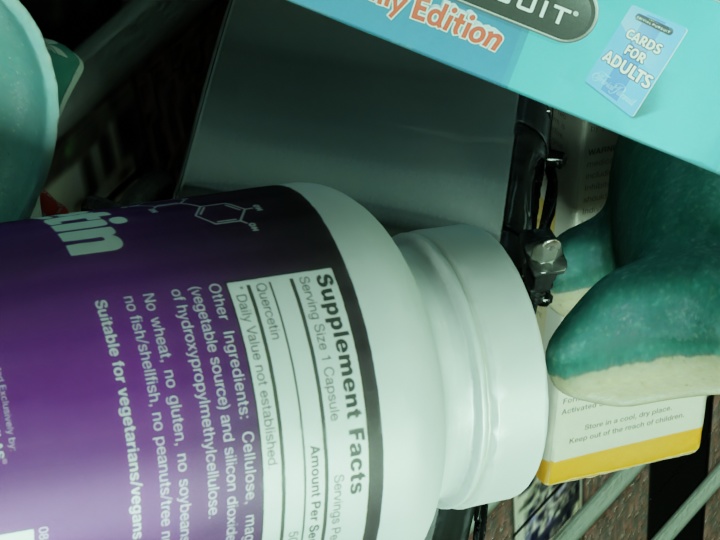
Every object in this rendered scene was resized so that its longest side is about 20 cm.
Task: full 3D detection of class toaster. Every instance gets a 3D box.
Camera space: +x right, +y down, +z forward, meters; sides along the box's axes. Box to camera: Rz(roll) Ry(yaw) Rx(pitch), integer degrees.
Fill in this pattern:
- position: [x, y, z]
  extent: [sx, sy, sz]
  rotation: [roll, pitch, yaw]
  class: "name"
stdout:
- position: [0.000, 0.000, 0.865]
  extent: [0.181, 0.118, 0.201]
  rotation: [-80, -179, -50]
  class: "toaster"

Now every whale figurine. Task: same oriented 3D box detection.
- position: [0.123, -0.022, 0.832]
  extent: [0.200, 0.159, 0.104]
  rotation: [-32, 110, -55]
  class: "whale figurine"

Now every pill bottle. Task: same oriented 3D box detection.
- position: [-0.057, 0.039, 0.684]
  extent: [0.199, 0.113, 0.113]
  rotation: [-9, 133, -23]
  class: "pill bottle"

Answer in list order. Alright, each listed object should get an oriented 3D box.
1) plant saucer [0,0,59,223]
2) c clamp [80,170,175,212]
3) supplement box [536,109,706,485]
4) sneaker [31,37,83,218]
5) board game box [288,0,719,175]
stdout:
- position: [-0.174, -0.024, 0.654]
  extent: [0.199, 0.036, 0.200]
  rotation: [-22, 147, -15]
  class: "plant saucer"
- position: [-0.103, 0.051, 0.795]
  extent: [0.201, 0.027, 0.171]
  rotation: [-63, 177, -15]
  class: "c clamp"
- position: [0.079, -0.040, 0.983]
  extent: [0.073, 0.126, 0.201]
  rotation: [-10, 123, -23]
  class: "supplement box"
- position: [-0.127, 0.016, 0.801]
  extent: [0.093, 0.070, 0.201]
  rotation: [-20, 134, -43]
  class: "sneaker"
- position: [0.028, -0.105, 0.737]
  extent: [0.151, 0.199, 0.047]
  rotation: [-64, 176, -67]
  class: "board game box"
